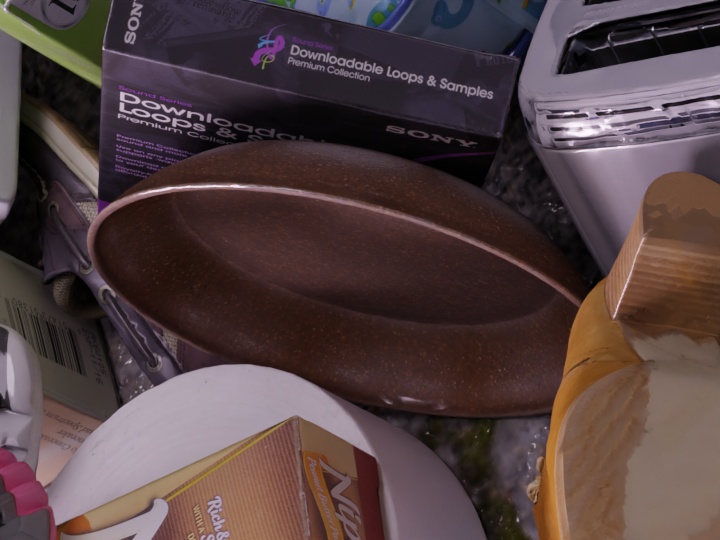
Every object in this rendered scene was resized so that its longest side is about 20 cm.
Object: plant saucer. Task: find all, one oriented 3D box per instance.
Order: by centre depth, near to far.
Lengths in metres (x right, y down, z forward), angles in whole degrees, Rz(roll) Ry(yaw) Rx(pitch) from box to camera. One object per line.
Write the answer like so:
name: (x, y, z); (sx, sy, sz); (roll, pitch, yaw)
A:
plant saucer: (0.000, 0.000, 1.019); (0.200, 0.200, 0.037); (-3, 62, 37)

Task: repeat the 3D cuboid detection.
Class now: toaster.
toaster: (0.143, -0.050, 0.960); (0.200, 0.129, 0.114); (-7, 43, 35)

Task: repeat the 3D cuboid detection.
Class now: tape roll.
tape roll: (-0.046, 0.141, 1.076); (0.202, 0.071, 0.203); (-17, 60, 32)

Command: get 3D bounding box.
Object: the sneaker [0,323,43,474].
sneaker: (-0.169, 0.110, 1.143); (0.075, 0.081, 0.200); (20, 109, 14)

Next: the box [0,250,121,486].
box: (-0.212, 0.078, 1.220); (0.200, 0.095, 0.078); (-36, 54, 22)

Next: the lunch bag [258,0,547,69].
lunch bag: (0.031, -0.169, 1.046); (0.161, 0.082, 0.200); (26, 87, 50)

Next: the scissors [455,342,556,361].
scissors: (0.119, 0.033, 1.033); (0.200, 0.014, 0.073); (-17, 62, 30)

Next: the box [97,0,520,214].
box: (-0.026, -0.046, 1.029); (0.143, 0.200, 0.036); (12, 71, -2)

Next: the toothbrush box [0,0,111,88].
toothbrush box: (-0.072, -0.140, 1.137); (0.086, 0.200, 0.146); (25, 86, 41)

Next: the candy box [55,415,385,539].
candy box: (-0.080, 0.146, 1.016); (0.200, 0.055, 0.116); (-26, 55, 28)

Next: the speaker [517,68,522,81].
speaker: (0.152, -0.118, 1.030); (0.200, 0.088, 0.089); (-18, 60, 31)

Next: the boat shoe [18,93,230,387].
boat shoe: (-0.108, -0.007, 1.193); (0.065, 0.072, 0.200); (-50, 54, 3)

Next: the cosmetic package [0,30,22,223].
cosmetic package: (-0.248, -0.095, 1.240); (0.165, 0.165, 0.200); (132, 142, -58)

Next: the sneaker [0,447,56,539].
sneaker: (-0.191, 0.106, 1.058); (0.200, 0.079, 0.096); (18, 105, 42)

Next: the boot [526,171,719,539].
boot: (0.089, 0.079, 0.890); (0.071, 0.144, 0.201); (12, 42, 0)
